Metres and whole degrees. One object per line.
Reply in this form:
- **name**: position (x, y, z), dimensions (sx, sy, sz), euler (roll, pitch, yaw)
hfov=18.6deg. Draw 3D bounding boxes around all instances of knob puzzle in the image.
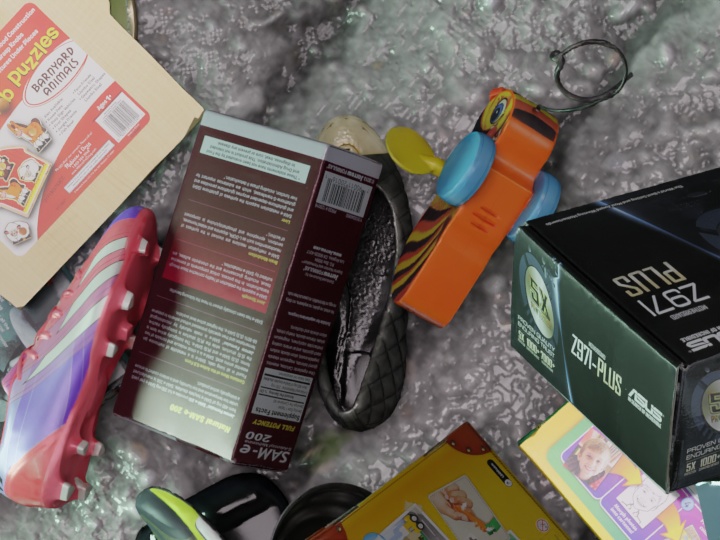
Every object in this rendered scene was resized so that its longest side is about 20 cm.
- **knob puzzle**: position (-0.230, -0.106, 1.405), dimensions (0.219, 0.030, 0.221), euler (0, 95, -3)

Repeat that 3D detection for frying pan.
- **frying pan**: position (0.002, 0.222, 1.345), dimensions (0.031, 0.115, 0.191), euler (-19, 97, 50)

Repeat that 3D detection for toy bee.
- **toy bee**: position (0.091, -0.062, 1.357), dimensions (0.200, 0.109, 0.131), euler (-34, 112, 11)

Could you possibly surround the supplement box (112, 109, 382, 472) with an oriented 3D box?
- **supplement box**: position (-0.070, 0.012, 1.359), dimensions (0.109, 0.061, 0.201), euler (19, 91, 38)

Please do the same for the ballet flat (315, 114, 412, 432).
- **ballet flat**: position (0.000, 0.000, 1.376), dimensions (0.066, 0.057, 0.201), euler (-5, 82, 8)

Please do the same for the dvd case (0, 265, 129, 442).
- **dvd case**: position (-0.262, 0.070, 1.431), dimensions (0.200, 0.022, 0.146), euler (-38, 79, 4)

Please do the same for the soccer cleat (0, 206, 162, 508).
- **soccer cleat**: position (-0.182, 0.050, 1.380), dimensions (0.076, 0.067, 0.201), euler (17, 87, 14)

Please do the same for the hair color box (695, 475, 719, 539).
- **hair color box**: position (0.290, 0.115, 1.230), dimensions (0.099, 0.200, 0.061), euler (-9, 96, 48)

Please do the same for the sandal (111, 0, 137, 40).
- **sandal**: position (-0.189, -0.209, 1.426), dimensions (0.077, 0.070, 0.213), euler (0, 83, 10)

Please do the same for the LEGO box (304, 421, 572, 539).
- **LEGO box**: position (0.066, 0.213, 1.291), dimensions (0.149, 0.077, 0.200), euler (-33, 76, -37)

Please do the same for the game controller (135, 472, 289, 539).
- **game controller**: position (-0.060, 0.229, 1.375), dimensions (0.104, 0.042, 0.200), euler (-27, 80, -9)

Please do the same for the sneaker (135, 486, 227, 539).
- **sneaker**: position (-0.091, 0.223, 1.318), dimensions (0.081, 0.074, 0.200), euler (-27, 78, -6)

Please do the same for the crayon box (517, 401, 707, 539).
- **crayon box**: position (0.204, 0.141, 1.324), dimensions (0.119, 0.058, 0.200), euler (-41, 78, 3)

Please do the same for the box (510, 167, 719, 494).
- **box**: position (0.210, 0.023, 1.242), dimensions (0.199, 0.086, 0.164), euler (-15, 36, -23)
